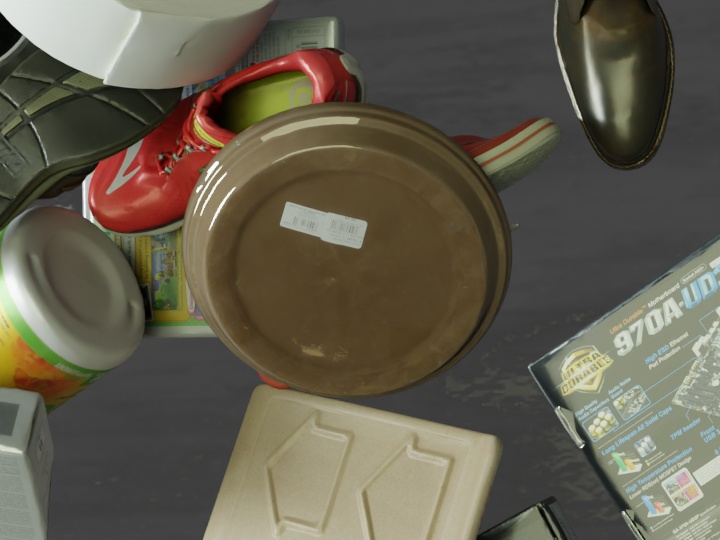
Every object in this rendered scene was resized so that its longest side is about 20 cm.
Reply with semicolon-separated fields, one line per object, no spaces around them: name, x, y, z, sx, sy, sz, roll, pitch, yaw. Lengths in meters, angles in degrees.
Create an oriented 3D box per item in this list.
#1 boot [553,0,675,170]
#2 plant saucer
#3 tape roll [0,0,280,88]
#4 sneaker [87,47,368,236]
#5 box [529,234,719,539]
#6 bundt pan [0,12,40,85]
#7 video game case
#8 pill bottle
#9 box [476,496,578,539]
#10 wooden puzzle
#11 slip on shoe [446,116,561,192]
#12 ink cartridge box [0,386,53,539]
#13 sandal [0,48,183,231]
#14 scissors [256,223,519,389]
boot;0.140;-0.161;1.082;0.074;0.097;0.203;-7;87;17
plant saucer;-0.009;-0.004;1.092;0.197;0.030;0.202;2;120;3
tape roll;-0.135;-0.210;1.115;0.203;0.202;0.071;54;139;11
sneaker;-0.092;-0.087;1.137;0.199;0.085;0.078;-28;81;15
box;0.222;0.067;1.072;0.199;0.046;0.160;-36;79;14
bundt pan;-0.256;-0.158;1.189;0.200;0.076;0.204;-13;55;19
video game case;-0.095;-0.058;1.195;0.180;0.022;0.203;-1;90;17
pill bottle;-0.242;0.054;1.184;0.199;0.111;0.112;-33;80;29
box;0.068;0.254;1.126;0.199;0.046;0.160;-30;81;15
wooden puzzle;-0.013;0.175;1.120;0.198;0.046;0.187;8;73;37
slip on shoe;0.025;-0.060;1.122;0.198;0.074;0.062;-18;81;8
ink cartridge box;-0.271;0.130;1.163;0.158;0.201;0.048;7;59;1
sandal;-0.199;-0.075;1.118;0.200;0.057;0.080;-35;79;-4
scissors;0.000;0.000;1.146;0.199;0.014;0.074;-35;77;15
